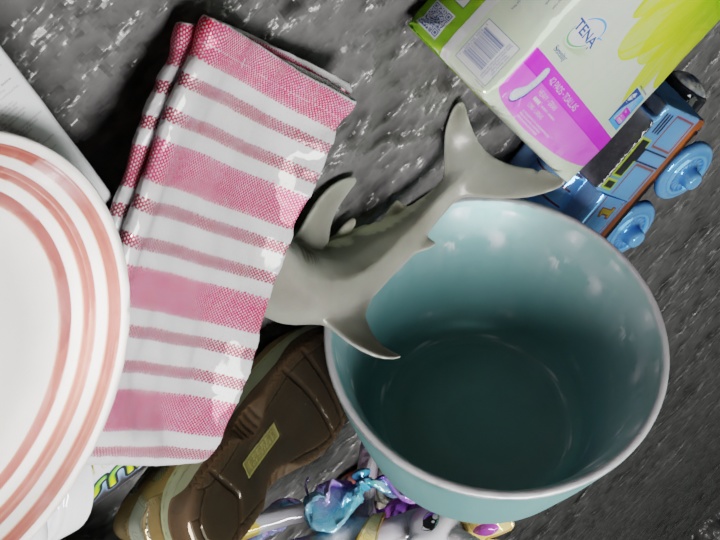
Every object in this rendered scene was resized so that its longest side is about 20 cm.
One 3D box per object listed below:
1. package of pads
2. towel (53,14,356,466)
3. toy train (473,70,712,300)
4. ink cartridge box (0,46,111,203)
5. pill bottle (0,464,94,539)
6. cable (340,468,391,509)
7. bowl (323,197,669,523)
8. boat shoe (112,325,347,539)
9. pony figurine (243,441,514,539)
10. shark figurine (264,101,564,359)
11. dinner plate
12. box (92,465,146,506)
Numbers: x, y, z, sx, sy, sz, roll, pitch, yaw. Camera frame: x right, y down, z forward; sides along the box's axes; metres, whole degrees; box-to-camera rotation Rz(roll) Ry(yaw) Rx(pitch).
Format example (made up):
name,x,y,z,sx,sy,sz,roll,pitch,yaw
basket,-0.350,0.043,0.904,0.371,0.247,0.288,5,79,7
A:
name,x,y,z,sx,sy,sz,roll,pitch,yaw
package of pads,0.124,-0.141,0.940,0.155,0.068,0.200,-47,159,7
towel,-0.070,-0.005,0.788,0.146,0.030,0.202,13,97,-67
toy train,0.137,-0.050,1.116,0.200,0.087,0.114,-50,149,18
ink cartridge box,-0.161,-0.042,0.641,0.095,0.037,0.200,-42,161,-7
pill bottle,-0.207,0.113,0.731,0.199,0.111,0.111,-23,150,-44
cable,0.034,0.148,1.367,0.200,0.050,0.098,-41,145,-46
bowl,0.074,0.067,1.037,0.200,0.201,0.106,-35,155,-24
boat shoe,-0.073,0.089,1.009,0.200,0.075,0.072,-42,122,-50
pony figurine,-0.005,0.164,1.134,0.198,0.168,0.193,-18,-166,1
shark figurine,0.009,0.003,0.968,0.213,0.090,0.129,-25,153,-38
dinner plate,-0.166,0.041,0.646,0.199,0.024,0.202,-31,134,-37
box,-0.165,0.098,0.886,0.199,0.035,0.110,-36,157,-22
